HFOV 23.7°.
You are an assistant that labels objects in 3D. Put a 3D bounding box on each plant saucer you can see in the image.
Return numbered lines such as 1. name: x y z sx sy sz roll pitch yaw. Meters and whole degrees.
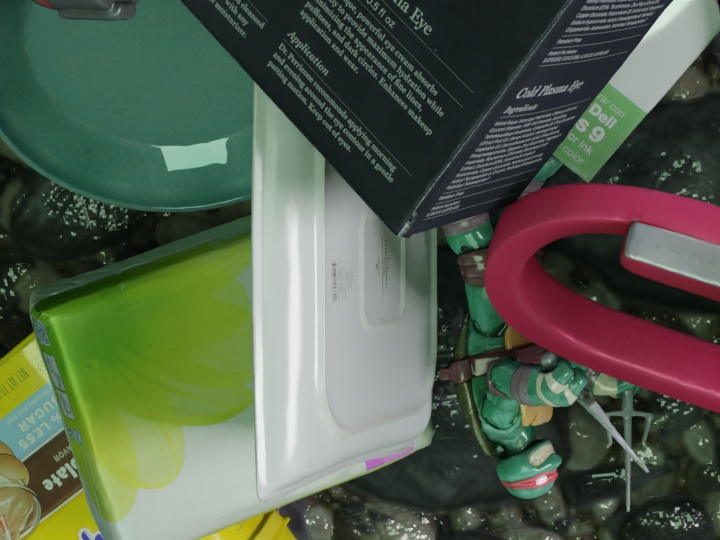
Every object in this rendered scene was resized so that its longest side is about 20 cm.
1. plant saucer: -0.105 -0.113 0.915 0.198 0.036 0.201 -2 138 -1

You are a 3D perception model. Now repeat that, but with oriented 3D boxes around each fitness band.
1. fitness band: 0.153 0.019 0.770 0.198 0.144 0.038 20 69 -1

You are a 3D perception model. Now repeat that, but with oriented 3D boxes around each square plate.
1. square plate: 0.000 0.000 0.840 0.028 0.198 0.202 1 92 22

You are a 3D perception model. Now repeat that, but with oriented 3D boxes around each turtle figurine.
1. turtle figurine: 0.091 0.045 0.902 0.100 0.150 0.202 -13 93 14

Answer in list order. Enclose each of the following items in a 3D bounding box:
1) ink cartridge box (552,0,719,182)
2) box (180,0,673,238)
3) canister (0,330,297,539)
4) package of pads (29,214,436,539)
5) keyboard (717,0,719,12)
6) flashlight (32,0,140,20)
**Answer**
1. ink cartridge box: 0.146 -0.158 0.812 0.087 0.145 0.200 37 114 -2
2. box: 0.027 -0.152 0.721 0.200 0.104 0.182 48 123 17
3. canister: -0.155 0.133 1.028 0.148 0.087 0.200 -37 96 23
4. package of pads: -0.067 0.057 0.941 0.199 0.068 0.156 -19 106 -15
5. keyboard: 0.189 -0.175 0.704 0.103 0.040 0.202 0 113 39
6. flashlight: -0.182 -0.148 0.755 0.198 0.068 0.068 6 76 29
